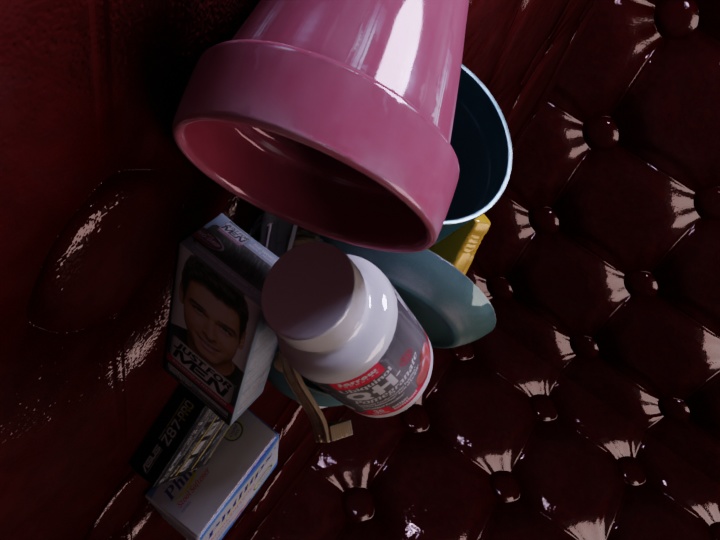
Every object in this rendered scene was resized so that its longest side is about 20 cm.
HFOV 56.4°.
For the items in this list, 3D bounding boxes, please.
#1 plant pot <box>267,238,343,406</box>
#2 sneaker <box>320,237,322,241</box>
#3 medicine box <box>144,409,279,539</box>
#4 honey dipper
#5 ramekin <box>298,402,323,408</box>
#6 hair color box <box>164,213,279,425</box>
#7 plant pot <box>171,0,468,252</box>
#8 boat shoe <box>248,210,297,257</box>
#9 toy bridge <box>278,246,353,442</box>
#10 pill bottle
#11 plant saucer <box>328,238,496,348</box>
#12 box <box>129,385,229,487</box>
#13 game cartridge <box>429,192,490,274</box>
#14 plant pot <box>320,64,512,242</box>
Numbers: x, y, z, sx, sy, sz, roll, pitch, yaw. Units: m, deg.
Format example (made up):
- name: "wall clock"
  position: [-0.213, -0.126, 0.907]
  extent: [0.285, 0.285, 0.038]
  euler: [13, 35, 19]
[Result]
- name: "plant pot"
  position: [-0.051, 0.082, 0.829]
  extent: [0.200, 0.199, 0.135]
  euler: [-48, 175, -36]
- name: "sneaker"
  position: [0.008, -0.106, 0.889]
  extent: [0.198, 0.060, 0.106]
  euler: [-23, 140, -47]
- name: "medicine box"
  position: [-0.219, 0.319, 1.034]
  extent: [0.183, 0.102, 0.201]
  euler: [-51, 169, -27]
- name: "honey dipper"
  position: [-0.072, 0.021, 0.751]
  extent: [0.038, 0.037, 0.203]
  euler: [108, -10, -57]
- name: "ramekin"
  position: [-0.051, 0.133, 1.084]
  extent: [0.200, 0.094, 0.204]
  euler: [-31, 147, -23]
- name: "hair color box"
  position: [-0.132, 0.055, 0.661]
  extent: [0.061, 0.098, 0.202]
  euler: [-43, 163, -43]
- name: "plant pot"
  position: [-0.008, -0.134, 0.476]
  extent: [0.200, 0.196, 0.182]
  euler: [75, 35, -76]
- name: "boat shoe"
  position: [-0.089, -0.058, 0.681]
  extent: [0.201, 0.056, 0.068]
  euler: [117, -23, -45]
- name: "toy bridge"
  position: [-0.053, 0.076, 0.694]
  extent: [0.066, 0.205, 0.027]
  euler: [-6, 176, -44]
- name: "pill bottle"
  position: [-0.009, 0.055, 0.596]
  extent: [0.112, 0.110, 0.200]
  euler: [-54, 149, -9]
- name: "plant saucer"
  position: [0.044, 0.028, 0.704]
  extent: [0.036, 0.197, 0.201]
  euler: [-59, 171, -20]
- name: "box"
  position: [-0.192, 0.170, 0.868]
  extent: [0.202, 0.049, 0.161]
  euler: [-57, 167, 1]
- name: "game cartridge"
  position: [0.073, -0.025, 0.843]
  extent: [0.032, 0.177, 0.202]
  euler: [8, 124, -29]
- name: "plant pot"
  position: [0.032, -0.103, 0.728]
  extent: [0.201, 0.199, 0.188]
  euler: [-50, 180, -29]
